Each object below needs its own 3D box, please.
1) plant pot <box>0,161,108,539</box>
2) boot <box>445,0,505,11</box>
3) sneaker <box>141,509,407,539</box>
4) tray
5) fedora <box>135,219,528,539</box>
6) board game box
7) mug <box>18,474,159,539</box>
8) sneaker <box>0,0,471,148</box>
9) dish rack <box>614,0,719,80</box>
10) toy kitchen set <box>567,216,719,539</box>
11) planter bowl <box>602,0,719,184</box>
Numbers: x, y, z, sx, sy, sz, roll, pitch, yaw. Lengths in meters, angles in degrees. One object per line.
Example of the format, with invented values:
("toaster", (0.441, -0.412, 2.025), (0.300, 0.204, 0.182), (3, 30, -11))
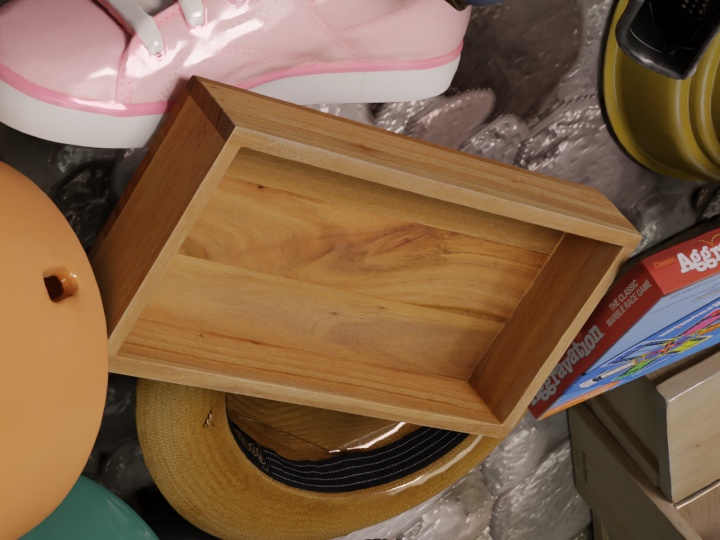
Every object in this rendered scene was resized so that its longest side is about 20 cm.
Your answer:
("plant pot", (-0.175, 0.031, 0.778), (0.140, 0.200, 0.200), (-3, 131, -56))
("boot", (0.081, -0.160, 0.778), (0.200, 0.075, 0.097), (-36, 161, 3))
("sneaker", (-0.049, 0.152, 1.003), (0.200, 0.091, 0.076), (-1, 121, 17))
("tray", (0.000, 0.000, 0.867), (0.200, 0.037, 0.099), (12, 118, -43))
("fedora", (-0.011, 0.018, 0.966), (0.200, 0.082, 0.201), (-19, 135, -20))
("board game box", (0.161, 0.000, 0.992), (0.200, 0.019, 0.103), (-20, 159, -36))
("mug", (-0.126, 0.156, 0.942), (0.185, 0.114, 0.152), (29, 110, -8))
("sneaker", (-0.040, -0.107, 0.831), (0.200, 0.075, 0.105), (-10, 131, -35))
("dish rack", (0.196, -0.090, 0.776), (0.200, 0.055, 0.153), (20, 158, -4))
("toy kitchen set", (0.217, 0.089, 1.148), (0.180, 0.163, 0.200), (-27, 140, -15))
("planter bowl", (0.207, -0.096, 1.025), (0.200, 0.083, 0.201), (-22, 139, -21))
